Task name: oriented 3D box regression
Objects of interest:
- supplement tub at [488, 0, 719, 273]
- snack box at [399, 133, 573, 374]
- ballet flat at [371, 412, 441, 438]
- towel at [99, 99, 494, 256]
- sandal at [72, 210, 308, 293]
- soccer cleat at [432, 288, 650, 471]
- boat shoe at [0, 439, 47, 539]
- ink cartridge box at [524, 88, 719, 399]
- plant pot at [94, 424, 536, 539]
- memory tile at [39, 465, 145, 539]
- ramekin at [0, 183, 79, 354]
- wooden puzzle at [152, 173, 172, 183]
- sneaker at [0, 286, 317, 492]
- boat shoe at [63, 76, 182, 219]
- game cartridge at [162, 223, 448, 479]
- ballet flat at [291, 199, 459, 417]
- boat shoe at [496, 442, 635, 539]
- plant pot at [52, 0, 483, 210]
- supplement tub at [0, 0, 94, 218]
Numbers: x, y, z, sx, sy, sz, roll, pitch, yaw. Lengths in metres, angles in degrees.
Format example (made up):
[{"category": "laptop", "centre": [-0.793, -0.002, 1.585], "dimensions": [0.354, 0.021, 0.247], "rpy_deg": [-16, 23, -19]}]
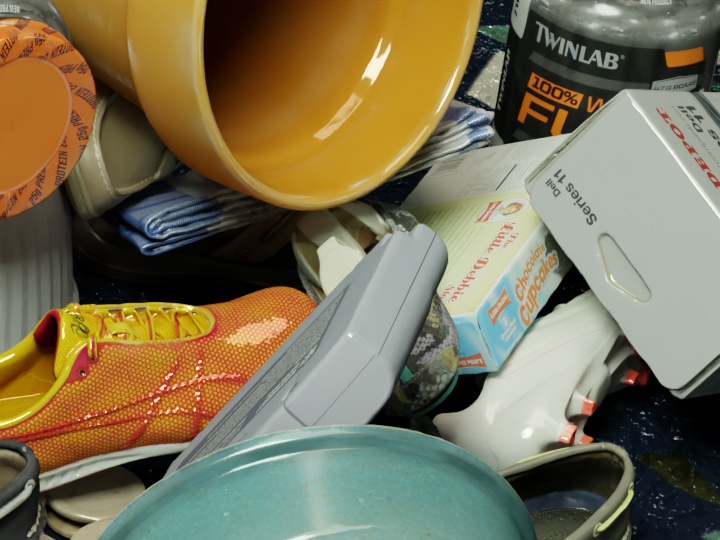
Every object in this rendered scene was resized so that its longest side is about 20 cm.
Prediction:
[{"category": "supplement tub", "centre": [0.142, -0.110, 1.565], "dimensions": [0.122, 0.201, 0.123], "rpy_deg": [6, 29, -3]}, {"category": "snack box", "centre": [0.058, -0.008, 1.457], "dimensions": [0.116, 0.037, 0.200], "rpy_deg": [-8, 27, 34]}, {"category": "ballet flat", "centre": [0.001, 0.087, 1.284], "dimensions": [0.066, 0.057, 0.200], "rpy_deg": [-29, 8, 7]}, {"category": "towel", "centre": [-0.038, -0.056, 1.446], "dimensions": [0.199, 0.024, 0.147], "rpy_deg": [-18, 13, -12]}, {"category": "sandal", "centre": [-0.063, -0.029, 1.515], "dimensions": [0.199, 0.055, 0.082], "rpy_deg": [5, 30, -7]}, {"category": "soccer cleat", "centre": [0.104, 0.046, 1.423], "dimensions": [0.077, 0.070, 0.200], "rpy_deg": [17, 33, 20]}, {"category": "boat shoe", "centre": [-0.220, 0.126, 1.164], "dimensions": [0.199, 0.061, 0.074], "rpy_deg": [-16, 37, -37]}, {"category": "ink cartridge box", "centre": [0.197, -0.017, 1.435], "dimensions": [0.147, 0.083, 0.200], "rpy_deg": [55, 28, 18]}, {"category": "plant pot", "centre": [-0.002, 0.196, 1.018], "dimensions": [0.199, 0.201, 0.196], "rpy_deg": [-1, 38, -16]}, {"category": "memory tile", "centre": [-0.180, 0.140, 1.229], "dimensions": [0.199, 0.017, 0.153], "rpy_deg": [-5, 32, -21]}, {"category": "ramekin", "centre": [-0.242, -0.020, 1.400], "dimensions": [0.199, 0.106, 0.200], "rpy_deg": [6, 30, -4]}, {"category": "wooden puzzle", "centre": [-0.222, -0.112, 1.544], "dimensions": [0.185, 0.046, 0.200], "rpy_deg": [32, 1, -41]}, {"category": "sneaker", "centre": [-0.109, 0.047, 1.275], "dimensions": [0.199, 0.077, 0.073], "rpy_deg": [-21, 37, -19]}, {"category": "boat shoe", "centre": [-0.113, -0.085, 1.452], "dimensions": [0.065, 0.073, 0.200], "rpy_deg": [-9, 18, 15]}, {"category": "game cartridge", "centre": [-0.041, 0.076, 1.180], "dimensions": [0.041, 0.200, 0.133], "rpy_deg": [37, 31, -11]}, {"category": "ballet flat", "centre": [0.000, 0.000, 1.356], "dimensions": [0.072, 0.072, 0.200], "rpy_deg": [1, 25, -14]}, {"category": "boat shoe", "centre": [0.051, 0.132, 1.259], "dimensions": [0.201, 0.061, 0.072], "rpy_deg": [-18, 40, -38]}, {"category": "plant pot", "centre": [-0.070, -0.150, 1.354], "dimensions": [0.183, 0.201, 0.200], "rpy_deg": [21, 30, 40]}, {"category": "supplement tub", "centre": [-0.223, -0.111, 1.319], "dimensions": [0.122, 0.123, 0.200], "rpy_deg": [-16, 38, -36]}]
